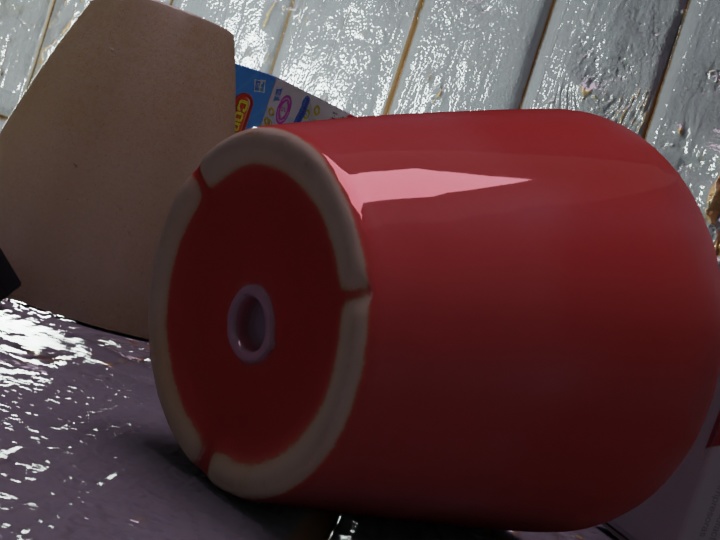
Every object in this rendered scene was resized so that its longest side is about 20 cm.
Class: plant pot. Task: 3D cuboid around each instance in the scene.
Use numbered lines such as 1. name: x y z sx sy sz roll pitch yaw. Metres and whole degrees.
1. plant pot: 0.020 0.020 0.555 0.176 0.202 0.200 2 13 -41
2. plant pot: -0.159 -0.076 0.871 0.186 0.202 0.187 18 3 -1

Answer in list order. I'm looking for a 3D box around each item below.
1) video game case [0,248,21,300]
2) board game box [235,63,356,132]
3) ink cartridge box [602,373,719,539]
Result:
1. video game case: -0.291 -0.081 0.764 0.199 0.025 0.182 22 -37 46
2. board game box: -0.089 -0.067 1.165 0.056 0.197 0.200 20 4 21
3. ink cartridge box: 0.249 0.102 0.702 0.199 0.147 0.083 17 4 -19
